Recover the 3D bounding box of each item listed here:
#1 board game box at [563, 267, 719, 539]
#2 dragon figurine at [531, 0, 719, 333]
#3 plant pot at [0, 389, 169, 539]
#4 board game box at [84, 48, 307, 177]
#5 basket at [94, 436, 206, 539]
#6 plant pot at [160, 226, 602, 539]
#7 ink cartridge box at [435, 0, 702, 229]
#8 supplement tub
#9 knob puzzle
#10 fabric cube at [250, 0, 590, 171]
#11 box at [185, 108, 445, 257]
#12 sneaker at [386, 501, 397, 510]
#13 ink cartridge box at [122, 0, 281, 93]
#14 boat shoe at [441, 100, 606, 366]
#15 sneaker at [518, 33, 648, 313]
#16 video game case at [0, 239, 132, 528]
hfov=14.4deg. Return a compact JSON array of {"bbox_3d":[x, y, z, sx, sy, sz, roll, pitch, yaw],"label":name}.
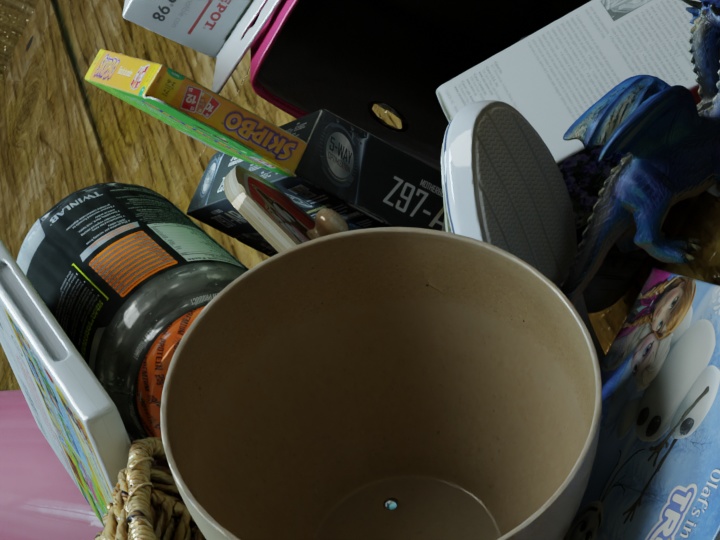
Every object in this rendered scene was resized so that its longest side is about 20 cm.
[{"bbox_3d":[0.140,0.104,1.302,0.200,0.043,0.199,-62,19,-3],"label":"board game box"},{"bbox_3d":[0.139,-0.059,1.378,0.200,0.099,0.059,-34,20,-7],"label":"dragon figurine"},{"bbox_3d":[-0.167,0.153,1.816,0.200,0.179,0.200,8,-90,-87],"label":"plant pot"},{"bbox_3d":[-0.095,-0.091,1.633,0.030,0.096,0.200,-62,17,1],"label":"board game box"},{"bbox_3d":[-0.042,0.184,1.482,0.149,0.200,0.143,-68,17,-8],"label":"basket"},{"bbox_3d":[0.015,0.098,1.331,0.134,0.200,0.200,82,-167,-50],"label":"plant pot"},{"bbox_3d":[0.148,-0.098,1.467,0.200,0.050,0.109,-29,38,4],"label":"ink cartridge box"},{"bbox_3d":[-0.118,0.034,1.680,0.123,0.122,0.200,-63,33,9],"label":"supplement tub"},{"bbox_3d":[0.000,0.000,1.534,0.030,0.220,0.220,-47,20,6],"label":"knob puzzle"},{"bbox_3d":[0.058,-0.191,1.682,0.200,0.196,0.199,-57,20,27],"label":"fabric cube"},{"bbox_3d":[0.002,-0.028,1.692,0.044,0.160,0.200,-67,17,-14],"label":"box"},{"bbox_3d":[0.006,0.102,1.498,0.200,0.078,0.086,-93,10,-68],"label":"sneaker"},{"bbox_3d":[-0.083,-0.211,1.686,0.116,0.067,0.200,-53,22,36],"label":"ink cartridge box"},{"bbox_3d":[0.071,0.013,1.405,0.062,0.200,0.072,-1,23,43],"label":"boat shoe"},{"bbox_3d":[0.116,-0.040,1.552,0.200,0.076,0.091,-90,12,-48],"label":"sneaker"},{"bbox_3d":[-0.163,0.084,1.627,0.182,0.023,0.200,51,164,39],"label":"video game case"}]
